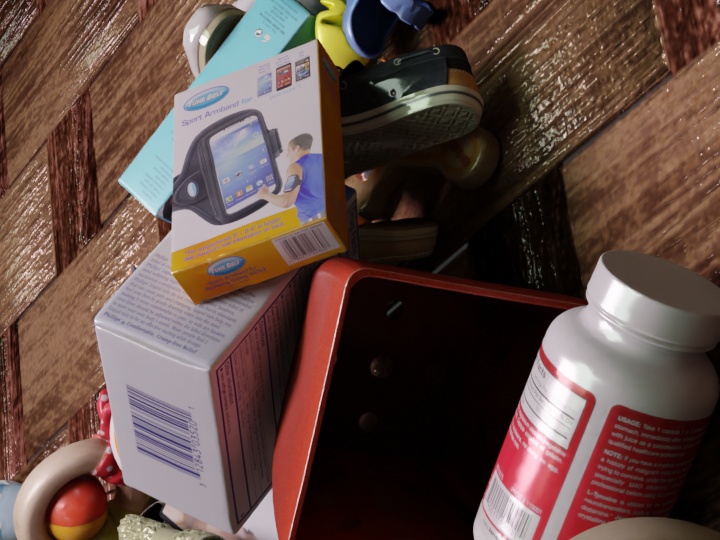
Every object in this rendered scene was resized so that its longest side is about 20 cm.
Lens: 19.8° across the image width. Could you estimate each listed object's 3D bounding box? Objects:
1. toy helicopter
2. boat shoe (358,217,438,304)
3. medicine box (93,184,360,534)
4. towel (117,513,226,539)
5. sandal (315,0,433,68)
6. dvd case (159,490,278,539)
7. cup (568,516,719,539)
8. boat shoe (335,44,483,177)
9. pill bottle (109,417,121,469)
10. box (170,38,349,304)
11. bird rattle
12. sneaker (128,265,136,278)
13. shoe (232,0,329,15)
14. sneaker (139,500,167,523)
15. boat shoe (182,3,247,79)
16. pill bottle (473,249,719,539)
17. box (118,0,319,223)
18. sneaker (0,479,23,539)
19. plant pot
[{"bbox_3d":[0.033,-0.101,1.560,0.199,0.079,0.133,10,77,48],"label":"toy helicopter"},{"bbox_3d":[0.000,0.000,1.593,0.200,0.073,0.067,-13,84,61],"label":"boat shoe"},{"bbox_3d":[-0.087,0.050,1.491,0.102,0.200,0.183,21,141,22],"label":"medicine box"},{"bbox_3d":[-0.111,0.280,1.646,0.148,0.036,0.201,4,129,54],"label":"towel"},{"bbox_3d":[0.022,-0.256,1.610,0.086,0.079,0.202,-5,78,37],"label":"sandal"},{"bbox_3d":[-0.060,0.200,1.592,0.200,0.018,0.143,39,123,19],"label":"dvd case"},{"bbox_3d":[0.160,0.219,1.159,0.143,0.198,0.202,-90,15,-74],"label":"cup"},{"bbox_3d":[-0.003,-0.115,1.504,0.198,0.075,0.063,-15,60,25],"label":"boat shoe"},{"bbox_3d":[-0.122,0.131,1.726,0.199,0.113,0.115,-12,74,59],"label":"pill bottle"},{"bbox_3d":[-0.072,-0.079,1.430,0.118,0.042,0.201,-20,47,16],"label":"box"},{"bbox_3d":[-0.234,0.204,1.861,0.113,0.162,0.201,46,144,36],"label":"bird rattle"},{"bbox_3d":[-0.184,0.038,1.867,0.200,0.077,0.113,136,136,-66],"label":"sneaker"},{"bbox_3d":[-0.052,-0.248,1.741,0.092,0.071,0.200,-65,13,-16],"label":"shoe"},{"bbox_3d":[-0.159,0.273,1.765,0.075,0.105,0.201,52,128,51],"label":"sneaker"},{"bbox_3d":[-0.113,-0.181,1.704,0.068,0.200,0.075,37,89,16],"label":"boat shoe"},{"bbox_3d":[0.150,0.095,1.253,0.112,0.111,0.202,49,125,53],"label":"pill bottle"},{"bbox_3d":[-0.100,-0.126,1.641,0.049,0.082,0.201,40,96,26],"label":"box"},{"bbox_3d":[-0.421,0.259,2.209,0.200,0.129,0.080,-24,65,57],"label":"sneaker"},{"bbox_3d":[0.039,0.087,1.389,0.176,0.198,0.202,-140,61,-68],"label":"plant pot"}]
